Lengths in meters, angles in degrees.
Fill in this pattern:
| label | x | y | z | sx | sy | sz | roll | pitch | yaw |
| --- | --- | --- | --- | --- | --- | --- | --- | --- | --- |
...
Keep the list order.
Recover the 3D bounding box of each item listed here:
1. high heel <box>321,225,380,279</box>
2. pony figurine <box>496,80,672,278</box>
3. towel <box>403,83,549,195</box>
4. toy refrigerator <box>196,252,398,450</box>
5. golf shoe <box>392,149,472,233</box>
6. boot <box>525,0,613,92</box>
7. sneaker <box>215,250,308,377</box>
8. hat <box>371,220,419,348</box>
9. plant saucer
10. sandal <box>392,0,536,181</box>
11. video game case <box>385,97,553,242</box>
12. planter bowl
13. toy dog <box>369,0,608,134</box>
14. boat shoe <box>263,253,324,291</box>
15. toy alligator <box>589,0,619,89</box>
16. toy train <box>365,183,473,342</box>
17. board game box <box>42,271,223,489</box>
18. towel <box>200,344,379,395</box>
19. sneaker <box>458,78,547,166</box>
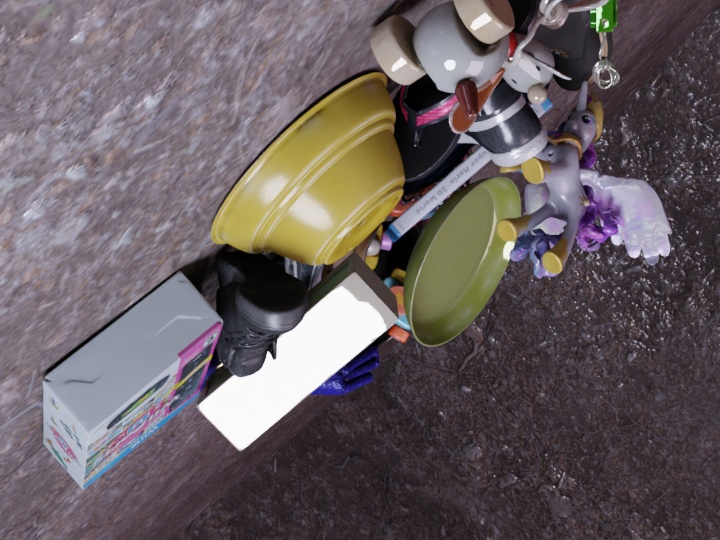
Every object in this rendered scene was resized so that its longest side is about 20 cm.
| label | x | y | z | sx | sy | sz | roll | pitch | yaw |
| --- | --- | --- | --- | --- | --- | --- | --- | --- | --- |
| high heel | 0.000 | 0.000 | 1.155 | 0.071 | 0.143 | 0.200 | 7 | 137 | -45 |
| pony figurine | 0.217 | -0.077 | 1.144 | 0.166 | 0.193 | 0.200 | 2 | -151 | 36 |
| towel | 0.110 | -0.153 | 1.206 | 0.200 | 0.049 | 0.112 | -42 | -172 | -20 |
| toy refrigerator | -0.061 | 0.074 | 1.056 | 0.200 | 0.070 | 0.076 | -41 | -168 | 11 |
| golf shoe | 0.084 | -0.107 | 1.380 | 0.200 | 0.073 | 0.092 | 119 | -16 | -47 |
| boot | 0.188 | -0.235 | 1.130 | 0.138 | 0.077 | 0.200 | -37 | 150 | -19 |
| sneaker | -0.090 | 0.048 | 0.950 | 0.060 | 0.104 | 0.200 | -5 | -162 | -19 |
| hat | -0.016 | 0.012 | 1.331 | 0.201 | 0.201 | 0.081 | -46 | 132 | 13 |
| plant saucer | 0.104 | -0.014 | 1.190 | 0.200 | 0.031 | 0.200 | -38 | 143 | -36 |
| sandal | 0.072 | -0.166 | 0.947 | 0.045 | 0.075 | 0.200 | -4 | 133 | -56 |
| video game case | 0.108 | -0.102 | 1.149 | 0.200 | 0.018 | 0.143 | -41 | 179 | -1 |
| planter bowl | -0.023 | -0.064 | 0.926 | 0.200 | 0.083 | 0.200 | -43 | 173 | -7 |
| toy dog | 0.102 | -0.149 | 0.832 | 0.200 | 0.096 | 0.132 | -7 | 164 | -37 |
| boat shoe | -0.079 | 0.000 | 1.097 | 0.071 | 0.072 | 0.200 | -24 | 159 | -25 |
| toy alligator | 0.226 | -0.269 | 1.029 | 0.054 | 0.059 | 0.200 | -78 | 163 | -50 |
| toy train | 0.053 | -0.022 | 1.255 | 0.150 | 0.200 | 0.056 | -18 | 175 | -6 |
| board game box | -0.203 | 0.102 | 0.974 | 0.148 | 0.064 | 0.200 | -40 | 172 | -26 |
| towel | -0.090 | 0.116 | 1.254 | 0.200 | 0.050 | 0.148 | -1 | -172 | 19 |
| sneaker | 0.105 | -0.177 | 1.048 | 0.073 | 0.112 | 0.200 | -33 | -154 | -6 |
